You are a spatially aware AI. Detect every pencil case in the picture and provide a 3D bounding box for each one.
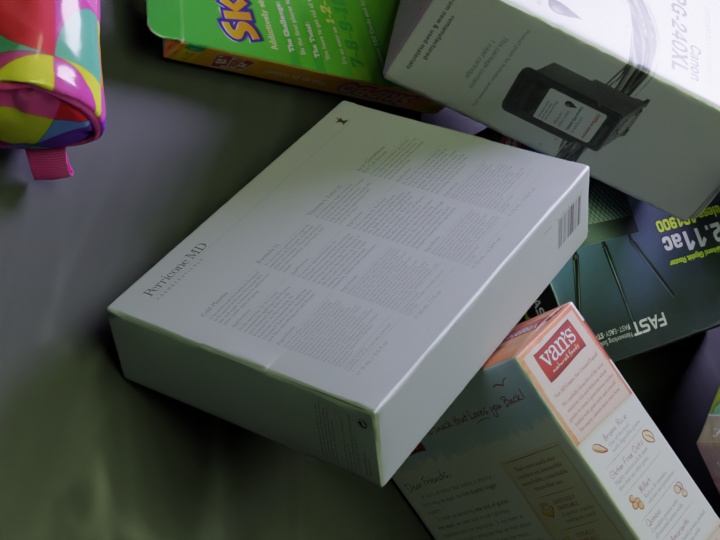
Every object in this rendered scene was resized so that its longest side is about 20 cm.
[{"bbox_3d":[-0.163,-0.150,0.667,0.088,0.088,0.200,8,70,-33],"label":"pencil case"}]

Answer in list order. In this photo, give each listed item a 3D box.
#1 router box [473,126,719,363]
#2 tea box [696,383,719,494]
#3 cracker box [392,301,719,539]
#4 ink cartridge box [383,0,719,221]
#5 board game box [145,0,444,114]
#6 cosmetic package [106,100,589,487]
[{"bbox_3d":[0.152,-0.022,0.852,0.200,0.062,0.150,-15,82,-39],"label":"router box"},{"bbox_3d":[0.317,0.101,0.840,0.197,0.134,0.200,-57,131,-34],"label":"tea box"},{"bbox_3d":[0.104,0.127,0.713,0.058,0.134,0.200,-39,97,-39],"label":"cracker box"},{"bbox_3d":[0.126,-0.136,0.798,0.200,0.083,0.145,24,44,-13],"label":"ink cartridge box"},{"bbox_3d":[-0.035,-0.151,0.792,0.200,0.030,0.096,9,67,-36],"label":"board game box"},{"bbox_3d":[0.000,0.000,0.684,0.200,0.151,0.052,-45,144,-38],"label":"cosmetic package"}]
